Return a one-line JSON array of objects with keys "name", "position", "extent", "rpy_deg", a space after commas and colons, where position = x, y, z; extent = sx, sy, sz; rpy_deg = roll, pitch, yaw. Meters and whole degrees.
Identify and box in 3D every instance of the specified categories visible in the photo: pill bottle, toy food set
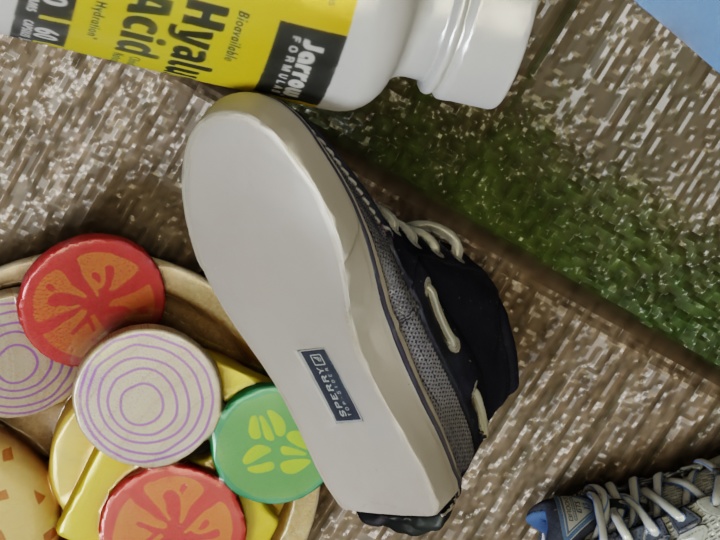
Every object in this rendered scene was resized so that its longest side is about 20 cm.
[{"name": "pill bottle", "position": [-0.036, -0.122, 0.933], "extent": [0.199, 0.111, 0.112], "rpy_deg": [12, 109, -9]}, {"name": "toy food set", "position": [-0.113, 0.081, 1.037], "extent": [0.199, 0.049, 0.199], "rpy_deg": [24, 107, -12]}]

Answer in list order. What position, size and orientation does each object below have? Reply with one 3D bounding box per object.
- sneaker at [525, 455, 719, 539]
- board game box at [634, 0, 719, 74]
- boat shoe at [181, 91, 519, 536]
[{"name": "sneaker", "position": [0.116, 0.122, 1.058], "extent": [0.085, 0.077, 0.200], "rpy_deg": [42, 102, -13]}, {"name": "board game box", "position": [0.159, -0.166, 0.973], "extent": [0.200, 0.039, 0.158], "rpy_deg": [38, 110, -14]}, {"name": "boat shoe", "position": [0.000, 0.000, 0.987], "extent": [0.074, 0.093, 0.201], "rpy_deg": [1, 126, 33]}]
